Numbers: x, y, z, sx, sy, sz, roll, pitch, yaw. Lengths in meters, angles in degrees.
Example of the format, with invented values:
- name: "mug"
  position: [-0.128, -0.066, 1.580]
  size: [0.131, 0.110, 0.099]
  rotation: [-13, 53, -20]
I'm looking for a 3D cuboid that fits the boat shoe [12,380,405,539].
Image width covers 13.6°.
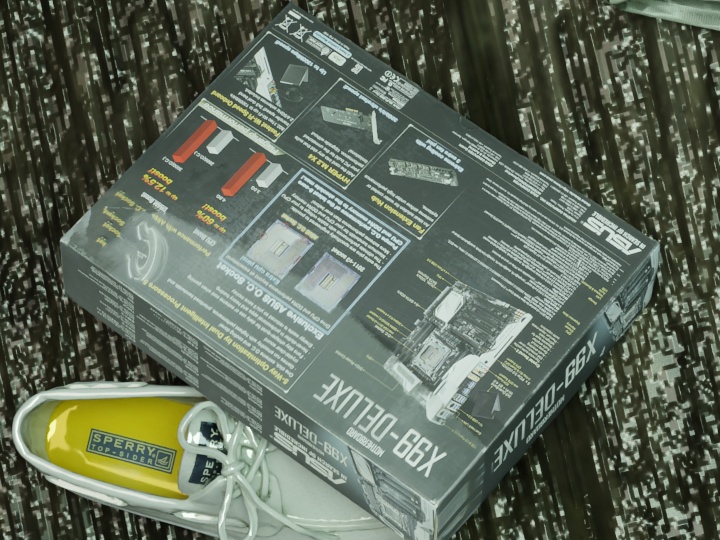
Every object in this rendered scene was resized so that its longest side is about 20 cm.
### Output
- name: "boat shoe"
  position: [-0.056, 0.079, 1.281]
  size: [0.201, 0.086, 0.075]
  rotation: [11, 87, 17]

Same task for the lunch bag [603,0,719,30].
- name: "lunch bag"
  position: [0.197, -0.174, 1.223]
  size: [0.199, 0.117, 0.165]
  rotation: [11, 85, 23]

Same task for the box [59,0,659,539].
- name: "box"
  position: [0.000, 0.000, 1.256]
  size: [0.199, 0.050, 0.158]
  rotation: [34, 63, 17]
